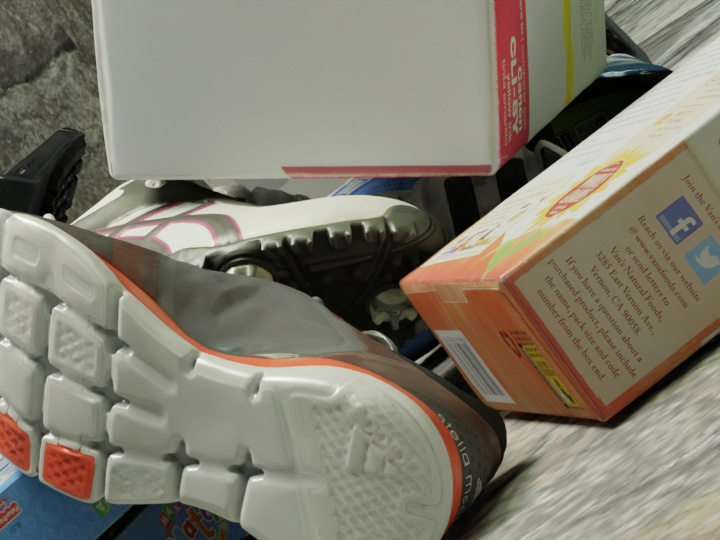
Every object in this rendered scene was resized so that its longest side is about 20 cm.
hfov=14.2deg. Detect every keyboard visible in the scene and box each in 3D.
[{"bbox_3d":[-0.149,0.046,1.126,0.127,0.021,0.200,-50,-20,-61],"label":"keyboard"}]

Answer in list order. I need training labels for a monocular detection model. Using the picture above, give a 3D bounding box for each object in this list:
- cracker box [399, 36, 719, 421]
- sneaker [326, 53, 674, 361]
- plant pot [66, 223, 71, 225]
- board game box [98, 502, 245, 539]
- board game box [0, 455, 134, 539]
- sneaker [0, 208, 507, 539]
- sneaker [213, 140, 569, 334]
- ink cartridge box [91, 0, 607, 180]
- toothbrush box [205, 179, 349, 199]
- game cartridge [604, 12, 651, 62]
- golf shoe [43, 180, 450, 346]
[{"bbox_3d":[0.118,-0.034,0.900,0.200,0.058,0.134,-38,6,-10],"label":"cracker box"},{"bbox_3d":[0.050,-0.027,1.147,0.200,0.079,0.089,-37,3,-11],"label":"sneaker"},{"bbox_3d":[-0.158,0.050,1.394,0.200,0.187,0.186,-21,-8,-47],"label":"plant pot"},{"bbox_3d":[-0.129,0.132,1.036,0.200,0.037,0.151,-33,6,32],"label":"board game box"},{"bbox_3d":[-0.144,0.097,0.970,0.200,0.037,0.151,-28,10,42],"label":"board game box"},{"bbox_3d":[-0.045,0.034,0.881,0.082,0.200,0.077,-21,-48,-57],"label":"sneaker"},{"bbox_3d":[0.000,0.000,1.082,0.200,0.075,0.081,-8,-3,16],"label":"sneaker"},{"bbox_3d":[0.004,-0.093,1.066,0.145,0.084,0.200,-1,14,16],"label":"ink cartridge box"},{"bbox_3d":[-0.031,-0.041,1.409,0.086,0.146,0.200,-36,5,5],"label":"toothbrush box"},{"bbox_3d":[0.051,-0.101,1.350,0.133,0.041,0.200,-9,-14,19],"label":"game cartridge"},{"bbox_3d":[-0.056,-0.004,1.008,0.200,0.077,0.088,-15,51,31],"label":"golf shoe"}]
